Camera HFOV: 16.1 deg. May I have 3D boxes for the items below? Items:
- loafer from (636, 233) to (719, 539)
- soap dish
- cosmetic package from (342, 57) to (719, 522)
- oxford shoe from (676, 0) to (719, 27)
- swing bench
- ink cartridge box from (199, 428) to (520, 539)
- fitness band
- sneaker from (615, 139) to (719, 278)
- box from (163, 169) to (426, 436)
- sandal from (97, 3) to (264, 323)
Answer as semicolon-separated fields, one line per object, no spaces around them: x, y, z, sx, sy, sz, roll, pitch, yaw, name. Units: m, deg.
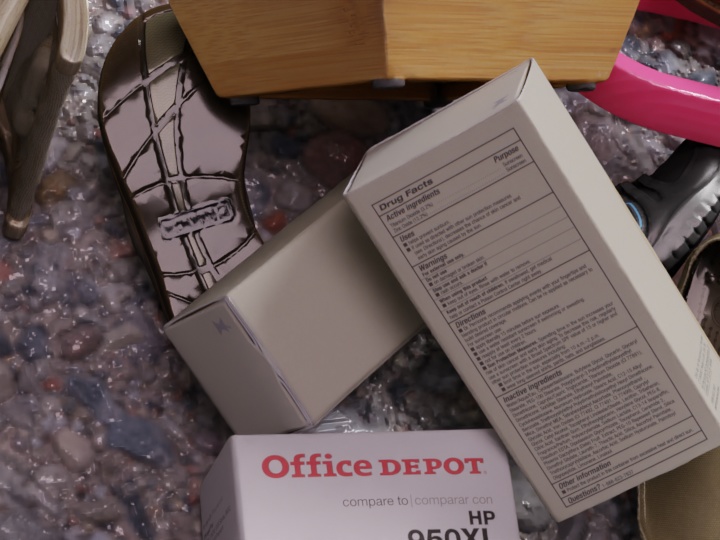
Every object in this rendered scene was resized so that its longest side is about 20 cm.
0.177;0.069;1.322;0.076;0.067;0.200;-1;72;26;loafer
0.026;-0.129;1.318;0.200;0.157;0.081;-3;90;-44;soap dish
0.090;0.011;1.246;0.200;0.103;0.073;58;20;-13;cosmetic package
0.255;-0.145;1.375;0.200;0.071;0.071;24;70;10;oxford shoe
-0.217;-0.065;1.225;0.130;0.199;0.200;39;63;4;swing bench
0.005;0.182;1.238;0.144;0.084;0.200;0;66;-16;ink cartridge box
0.198;-0.122;1.421;0.200;0.037;0.144;11;37;-9;fitness band
0.133;-0.017;1.370;0.082;0.073;0.200;37;60;8;sneaker
0.000;0.000;1.301;0.200;0.068;0.082;-39;99;-36;box
-0.088;-0.039;1.335;0.082;0.055;0.200;-16;86;-16;sandal
